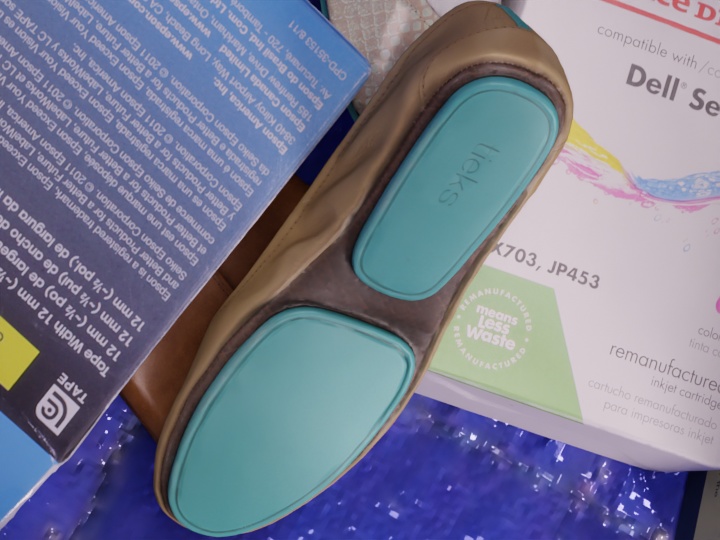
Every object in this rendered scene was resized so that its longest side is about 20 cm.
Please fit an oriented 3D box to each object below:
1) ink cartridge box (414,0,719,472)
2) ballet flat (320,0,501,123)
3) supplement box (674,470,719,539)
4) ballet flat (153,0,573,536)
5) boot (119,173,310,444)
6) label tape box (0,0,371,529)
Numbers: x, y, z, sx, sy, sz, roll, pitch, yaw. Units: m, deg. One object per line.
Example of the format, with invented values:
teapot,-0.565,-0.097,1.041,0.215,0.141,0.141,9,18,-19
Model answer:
ink cartridge box,0.089,-0.043,0.932,0.117,0.067,0.200,19,80,-11
ballet flat,0.021,-0.135,0.900,0.067,0.062,0.200,13,65,-43
supplement box,0.217,0.013,0.892,0.134,0.200,0.200,15,81,-12
ballet flat,0.000,0.000,0.864,0.069,0.063,0.200,27,116,-25
boot,-0.117,-0.008,0.892,0.188,0.068,0.200,-45,105,-20
label tape box,-0.113,-0.033,0.823,0.143,0.066,0.200,44,73,-18
